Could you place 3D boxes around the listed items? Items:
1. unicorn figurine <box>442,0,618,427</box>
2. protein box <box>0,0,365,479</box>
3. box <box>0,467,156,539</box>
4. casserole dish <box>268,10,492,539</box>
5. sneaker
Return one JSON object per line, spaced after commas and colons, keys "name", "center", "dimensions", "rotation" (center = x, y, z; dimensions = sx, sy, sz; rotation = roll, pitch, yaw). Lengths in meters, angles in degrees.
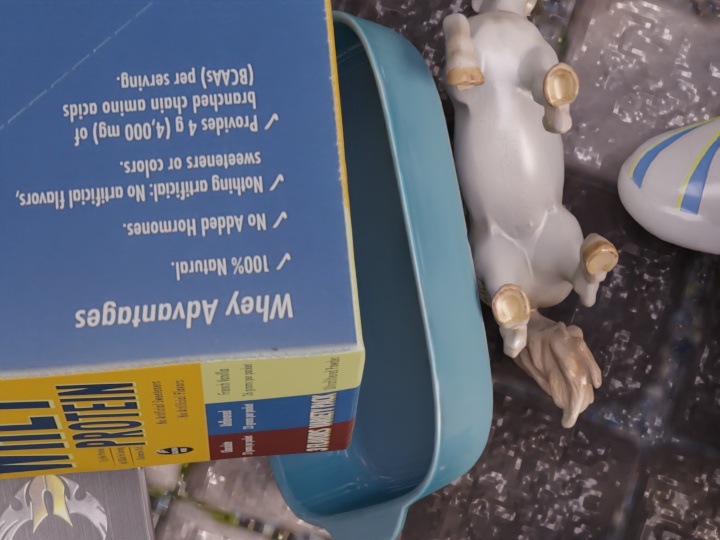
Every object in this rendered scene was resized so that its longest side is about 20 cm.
{"name": "unicorn figurine", "center": [0.061, -0.053, 0.862], "dimensions": [0.074, 0.137, 0.201], "rotation": [8, 99, -1]}
{"name": "protein box", "center": [-0.106, -0.046, 0.748], "dimensions": [0.198, 0.135, 0.201], "rotation": [-5, 74, -4]}
{"name": "box", "center": [-0.184, 0.045, 0.856], "dimensions": [0.199, 0.048, 0.159], "rotation": [-9, 83, -6]}
{"name": "casserole dish", "center": [0.000, 0.000, 0.850], "dimensions": [0.039, 0.121, 0.201], "rotation": [-4, 79, -32]}
{"name": "sneaker", "center": [0.192, -0.070, 0.872], "dimensions": [0.199, 0.076, 0.105], "rotation": [-9, 126, -15]}
